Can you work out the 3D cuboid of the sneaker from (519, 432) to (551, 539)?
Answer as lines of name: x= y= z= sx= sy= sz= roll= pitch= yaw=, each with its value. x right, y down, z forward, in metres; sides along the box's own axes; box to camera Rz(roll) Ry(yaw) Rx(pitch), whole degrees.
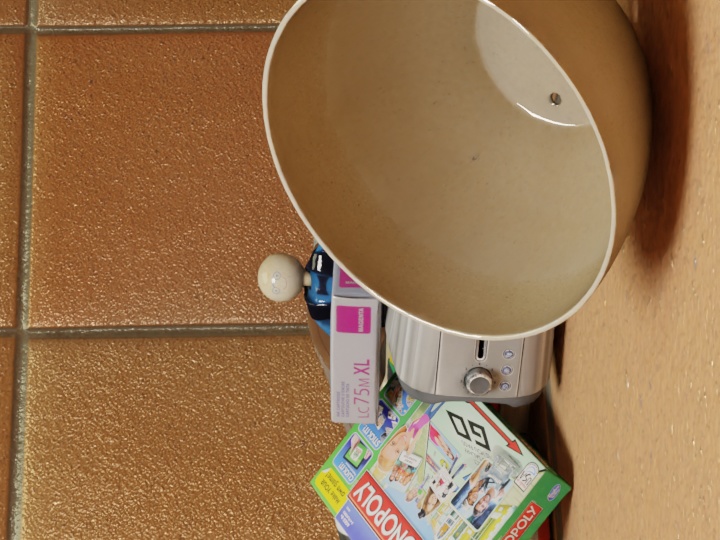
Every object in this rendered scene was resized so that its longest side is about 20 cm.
sneaker: x=0.077 y=0.217 z=1.216 sx=0.067 sy=0.106 sz=0.204 roll=135 pitch=134 yaw=-85

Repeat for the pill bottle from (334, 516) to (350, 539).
pill bottle: x=0.057 y=0.258 z=1.310 sx=0.114 sy=0.113 sz=0.202 roll=-109 pitch=4 yaw=-79

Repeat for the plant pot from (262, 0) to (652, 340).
plant pot: x=0.068 y=-0.087 z=0.878 sx=0.134 sy=0.199 sz=0.202 roll=-44 pitch=-32 yaw=-41

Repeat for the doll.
doll: x=0.015 y=0.006 z=1.414 sx=0.049 sy=0.197 sz=0.138 roll=-74 pitch=-15 yaw=-66

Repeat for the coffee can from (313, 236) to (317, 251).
coffee can: x=0.021 y=-0.100 z=1.768 sx=0.146 sy=0.144 sz=0.203 roll=143 pitch=125 yaw=-86

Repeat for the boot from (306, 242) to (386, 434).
boot: x=-0.003 y=0.087 z=1.539 sx=0.146 sy=0.069 sz=0.202 roll=90 pitch=166 yaw=-73

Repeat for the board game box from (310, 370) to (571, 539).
board game box: x=0.049 y=0.147 z=1.192 sx=0.135 sy=0.029 sz=0.200 roll=-52 pitch=32 yaw=4

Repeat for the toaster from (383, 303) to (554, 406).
toaster: x=0.076 y=-0.012 z=1.177 sx=0.201 sy=0.112 sz=0.130 roll=-91 pitch=6 yaw=-56

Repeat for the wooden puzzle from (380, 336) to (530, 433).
wooden puzzle: x=0.065 y=0.087 z=1.331 sx=0.185 sy=0.037 sz=0.202 roll=50 pitch=148 yaw=37

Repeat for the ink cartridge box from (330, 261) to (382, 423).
ink cartridge box: x=0.000 y=0.000 z=1.274 sx=0.201 sy=0.041 sz=0.120 roll=-83 pitch=-4 yaw=-50
